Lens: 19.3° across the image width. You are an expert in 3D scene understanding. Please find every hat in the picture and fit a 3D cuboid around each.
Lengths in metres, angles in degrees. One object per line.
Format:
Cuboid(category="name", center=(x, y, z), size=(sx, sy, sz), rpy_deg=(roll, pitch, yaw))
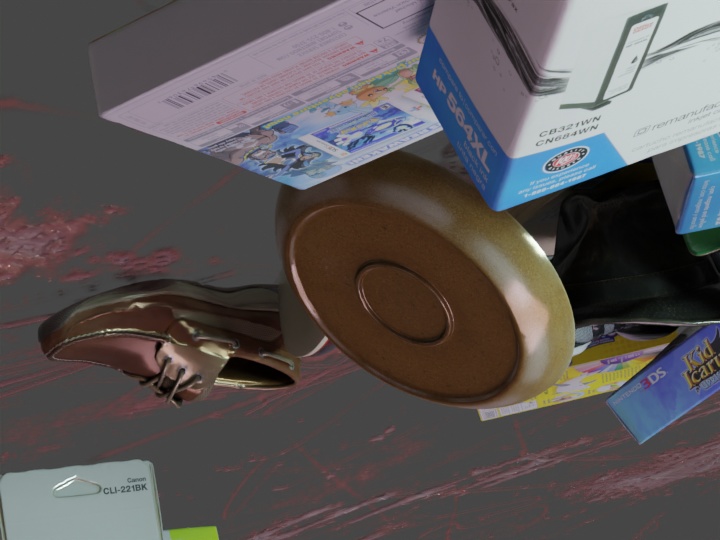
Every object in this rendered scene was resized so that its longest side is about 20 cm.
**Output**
Cuboid(category="hat", center=(0.164, -0.013, 1.285), size=(0.199, 0.082, 0.201), rpy_deg=(-8, -173, 1))

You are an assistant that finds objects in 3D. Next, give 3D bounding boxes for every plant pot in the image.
Cuboid(category="plant pot", center=(0.030, 0.013, 1.227), size=(0.028, 0.200, 0.200), rpy_deg=(-52, -173, -34))

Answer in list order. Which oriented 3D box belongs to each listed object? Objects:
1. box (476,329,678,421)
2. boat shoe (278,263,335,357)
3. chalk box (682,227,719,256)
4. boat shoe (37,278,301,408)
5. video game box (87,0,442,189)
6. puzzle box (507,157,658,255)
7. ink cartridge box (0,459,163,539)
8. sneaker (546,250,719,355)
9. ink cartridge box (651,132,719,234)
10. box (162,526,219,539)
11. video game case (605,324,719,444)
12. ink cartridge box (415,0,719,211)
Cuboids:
Cuboid(category="box", center=(0.186, 0.069, 1.727), size=(0.198, 0.049, 0.117), rpy_deg=(-12, 163, 4))
Cuboid(category="boat shoe", center=(0.000, 0.000, 1.338), size=(0.062, 0.072, 0.200), rpy_deg=(-8, 158, -26))
Cuboid(category="chalk box", center=(0.275, -0.061, 1.197), size=(0.198, 0.125, 0.124), rpy_deg=(-13, 145, -2))
Cuboid(category="boat shoe", center=(-0.117, 0.051, 1.397), size=(0.199, 0.072, 0.076), rpy_deg=(-1, 159, -34))
Cuboid(category="video game box", center=(0.001, -0.108, 1.025), size=(0.199, 0.047, 0.182), rpy_deg=(-22, 158, 26))
Cuboid(category="puzzle box", center=(0.172, -0.057, 1.349), size=(0.132, 0.026, 0.200), rpy_deg=(-3, 160, -29))
Cuboid(category="ink cartridge box", center=(-0.271, 0.238, 1.860), size=(0.143, 0.084, 0.200), rpy_deg=(-4, 160, -25))
Cuboid(category="sneaker", center=(0.186, 0.008, 1.491), size=(0.199, 0.076, 0.114), rpy_deg=(-6, 162, -41))
Cuboid(category="ink cartridge box", center=(0.247, -0.100, 1.100), size=(0.198, 0.116, 0.068), rpy_deg=(-11, 154, -5))
Cuboid(category="box", center=(-0.254, 0.304, 2.146), size=(0.199, 0.048, 0.122), rpy_deg=(0, 158, -36))
Cuboid(category="video game case", center=(0.290, 0.027, 1.501), size=(0.181, 0.046, 0.200), rpy_deg=(-32, 172, -48))
Cuboid(category="ink cartridge box", center=(0.117, -0.128, 0.892), size=(0.145, 0.085, 0.200), rpy_deg=(-19, 156, -18))
